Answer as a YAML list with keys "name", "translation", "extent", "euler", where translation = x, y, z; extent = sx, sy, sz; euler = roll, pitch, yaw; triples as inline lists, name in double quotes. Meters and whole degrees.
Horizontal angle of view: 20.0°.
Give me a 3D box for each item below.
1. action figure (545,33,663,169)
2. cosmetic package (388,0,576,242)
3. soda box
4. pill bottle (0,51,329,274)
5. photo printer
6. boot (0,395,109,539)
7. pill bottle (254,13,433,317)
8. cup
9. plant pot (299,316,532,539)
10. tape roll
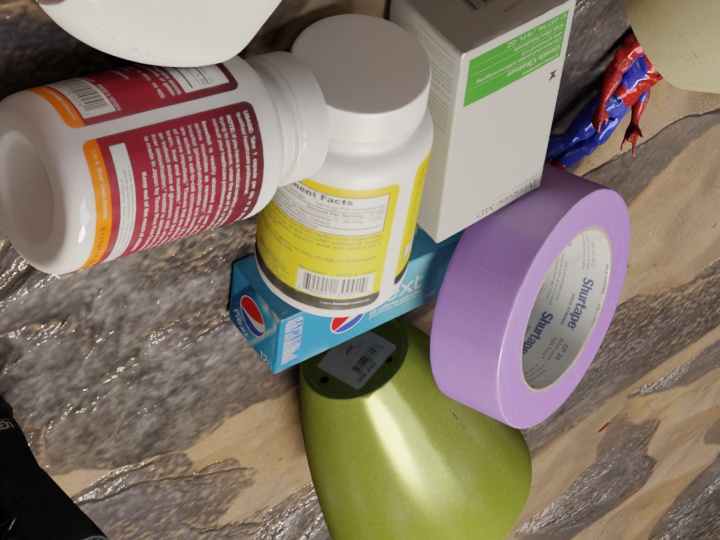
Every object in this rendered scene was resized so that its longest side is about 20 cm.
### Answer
- name: "action figure"
  translation: [0.200, -0.127, 1.649]
  extent: [0.065, 0.052, 0.200]
  euler: [17, 116, -51]
- name: "cosmetic package"
  translation: [0.078, -0.129, 1.462]
  extent: [0.107, 0.085, 0.200]
  euler: [-30, 148, -23]
- name: "soda box"
  translation: [0.000, 0.000, 1.562]
  extent: [0.199, 0.068, 0.064]
  euler: [-24, 145, -28]
- name: "pill bottle"
  translation: [-0.122, -0.075, 1.269]
  extent: [0.199, 0.113, 0.113]
  euler: [-18, 144, -34]
- name: "photo printer"
  translation: [-0.091, -0.206, 1.169]
  extent: [0.200, 0.069, 0.166]
  euler: [-50, 150, 16]
- name: "boot"
  translation: [-0.258, 0.206, 1.438]
  extent: [0.076, 0.168, 0.201]
  euler: [-9, 139, -44]
- name: "pill bottle"
  translation: [-0.011, -0.071, 1.406]
  extent: [0.114, 0.114, 0.200]
  euler: [-24, 147, -27]
- name: "cup"
  translation: [0.280, -0.209, 1.510]
  extent: [0.143, 0.201, 0.200]
  euler: [-26, 160, 30]
- name: "plant pot"
  translation: [0.027, 0.124, 1.680]
  extent: [0.187, 0.187, 0.200]
  euler: [-36, 137, -9]
- name: "tape roll"
  translation: [0.135, 0.020, 1.599]
  extent: [0.200, 0.065, 0.201]
  euler: [-40, 143, -40]
